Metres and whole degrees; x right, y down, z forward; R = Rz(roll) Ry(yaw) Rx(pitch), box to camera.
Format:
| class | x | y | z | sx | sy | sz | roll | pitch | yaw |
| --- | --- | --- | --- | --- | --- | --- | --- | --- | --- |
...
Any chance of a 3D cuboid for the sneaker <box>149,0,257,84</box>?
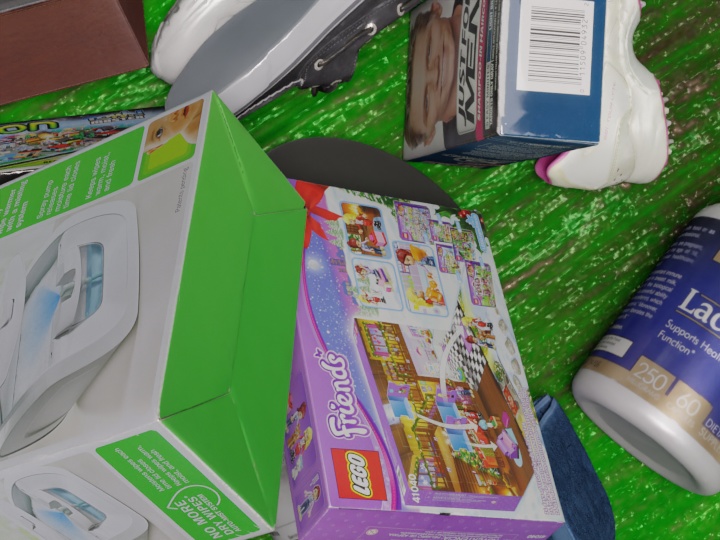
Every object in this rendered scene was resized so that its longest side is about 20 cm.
| class | x | y | z | sx | sy | sz | roll | pitch | yaw |
| --- | --- | --- | --- | --- | --- | --- | --- | --- | --- |
| sneaker | -0.038 | -0.168 | 0.867 | 0.200 | 0.078 | 0.100 | -41 | 101 | -7 |

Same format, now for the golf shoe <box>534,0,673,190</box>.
| class | x | y | z | sx | sy | sz | roll | pitch | yaw |
| --- | --- | --- | --- | --- | --- | --- | --- | --- | --- |
| golf shoe | 0.135 | -0.148 | 0.903 | 0.091 | 0.075 | 0.202 | -14 | 91 | -8 |

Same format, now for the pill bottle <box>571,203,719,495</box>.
| class | x | y | z | sx | sy | sz | roll | pitch | yaw |
| --- | --- | --- | --- | --- | --- | --- | --- | --- | --- |
| pill bottle | 0.234 | 0.031 | 0.899 | 0.115 | 0.116 | 0.201 | 39 | 82 | -9 |

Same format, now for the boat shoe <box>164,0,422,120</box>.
| class | x | y | z | sx | sy | sz | roll | pitch | yaw |
| --- | --- | --- | --- | --- | --- | --- | --- | --- | --- |
| boat shoe | -0.022 | -0.137 | 0.822 | 0.200 | 0.070 | 0.066 | -44 | 125 | -7 |

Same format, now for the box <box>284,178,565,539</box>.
| class | x | y | z | sx | sy | sz | roll | pitch | yaw |
| --- | --- | --- | --- | --- | --- | --- | --- | --- | --- |
| box | 0.020 | 0.048 | 0.749 | 0.136 | 0.039 | 0.202 | 9 | 51 | -27 |

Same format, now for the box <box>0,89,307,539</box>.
| class | x | y | z | sx | sy | sz | roll | pitch | yaw |
| --- | --- | --- | --- | --- | --- | --- | --- | --- | --- |
| box | -0.126 | 0.040 | 0.679 | 0.175 | 0.201 | 0.097 | -19 | 133 | 23 |

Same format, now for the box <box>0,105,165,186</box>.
| class | x | y | z | sx | sy | sz | roll | pitch | yaw |
| --- | --- | --- | --- | --- | --- | --- | --- | --- | --- |
| box | -0.199 | -0.055 | 0.812 | 0.198 | 0.110 | 0.035 | -8 | 111 | -12 |

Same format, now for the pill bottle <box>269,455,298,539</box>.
| class | x | y | z | sx | sy | sz | roll | pitch | yaw |
| --- | --- | --- | --- | --- | --- | --- | --- | --- | --- |
| pill bottle | 0.004 | 0.143 | 0.851 | 0.113 | 0.113 | 0.201 | -35 | 96 | -10 |

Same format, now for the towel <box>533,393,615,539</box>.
| class | x | y | z | sx | sy | sz | roll | pitch | yaw |
| --- | --- | --- | --- | --- | --- | --- | --- | --- | --- |
| towel | 0.098 | 0.149 | 0.827 | 0.048 | 0.200 | 0.112 | -31 | 87 | 23 |

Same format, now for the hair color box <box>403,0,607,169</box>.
| class | x | y | z | sx | sy | sz | roll | pitch | yaw |
| --- | --- | --- | --- | --- | --- | --- | --- | --- | --- |
| hair color box | 0.078 | -0.116 | 0.824 | 0.060 | 0.200 | 0.101 | 3 | 89 | -12 |

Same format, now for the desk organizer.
| class | x | y | z | sx | sy | sz | roll | pitch | yaw |
| --- | --- | --- | --- | --- | --- | --- | --- | --- | --- |
| desk organizer | -0.228 | -0.143 | 0.824 | 0.198 | 0.077 | 0.072 | -14 | 58 | 4 |

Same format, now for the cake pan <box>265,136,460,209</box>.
| class | x | y | z | sx | sy | sz | roll | pitch | yaw |
| --- | --- | --- | --- | --- | --- | --- | --- | --- | --- |
| cake pan | 0.000 | 0.000 | 0.831 | 0.198 | 0.037 | 0.202 | 18 | 47 | -20 |
